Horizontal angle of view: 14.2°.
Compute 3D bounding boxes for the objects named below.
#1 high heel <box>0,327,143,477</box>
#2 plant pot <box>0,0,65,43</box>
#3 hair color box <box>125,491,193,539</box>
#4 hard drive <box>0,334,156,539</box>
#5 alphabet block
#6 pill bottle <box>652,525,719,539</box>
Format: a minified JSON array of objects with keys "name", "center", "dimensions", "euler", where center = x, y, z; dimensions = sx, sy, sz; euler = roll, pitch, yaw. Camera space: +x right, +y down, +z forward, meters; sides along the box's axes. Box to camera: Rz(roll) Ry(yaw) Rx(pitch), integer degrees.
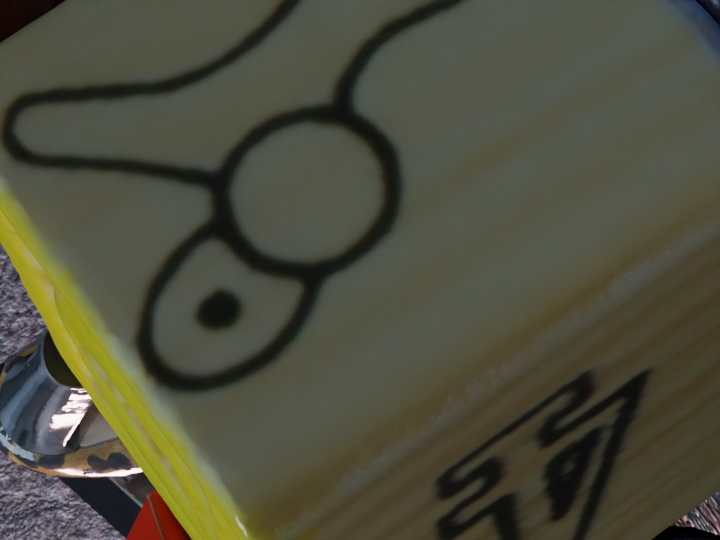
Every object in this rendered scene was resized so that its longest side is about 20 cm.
[{"name":"high heel","center":[-0.039,0.051,1.108],"dimensions":[0.143,0.199,0.072],"euler":[137,136,-68]},{"name":"plant pot","center":[-0.100,-0.163,0.954],"dimensions":[0.201,0.195,0.201],"euler":[54,172,12]},{"name":"hair color box","center":[0.003,0.135,1.052],"dimensions":[0.102,0.199,0.061],"euler":[-62,39,37]},{"name":"hard drive","center":[-0.045,0.061,1.173],"dimensions":[0.200,0.139,0.038],"euler":[36,147,46]},{"name":"alphabet block","center":[0.012,-0.002,0.910],"dimensions":[0.196,0.199,0.197],"euler":[52,170,29]},{"name":"pill bottle","center":[0.135,0.166,1.139],"dimensions":[0.112,0.112,0.200],"euler":[59,171,-20]}]
